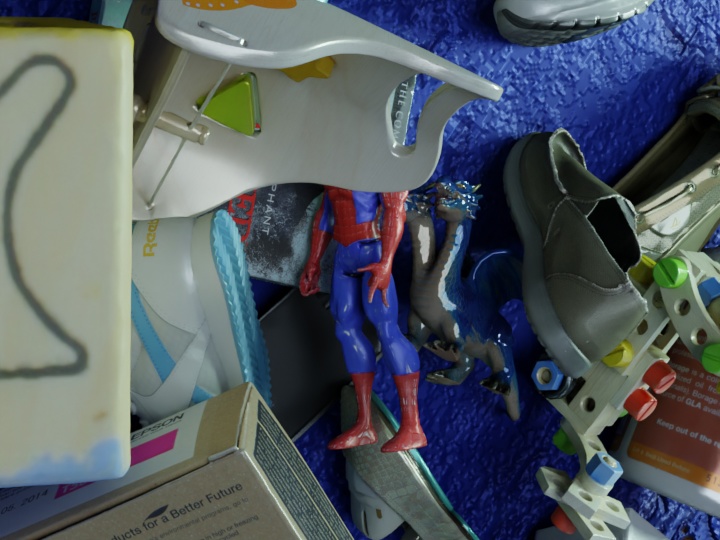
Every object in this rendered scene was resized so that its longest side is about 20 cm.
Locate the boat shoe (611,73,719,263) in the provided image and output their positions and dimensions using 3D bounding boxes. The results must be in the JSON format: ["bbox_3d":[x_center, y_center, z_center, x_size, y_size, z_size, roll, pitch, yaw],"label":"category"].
[{"bbox_3d":[0.216,-0.076,1.186,0.201,0.073,0.063,-47,122,-7],"label":"boat shoe"}]

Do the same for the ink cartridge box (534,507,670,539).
[{"bbox_3d":[0.166,0.272,1.156,0.145,0.084,0.200,39,48,-29],"label":"ink cartridge box"}]

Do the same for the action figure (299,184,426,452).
[{"bbox_3d":[0.000,0.000,1.034,0.052,0.065,0.200,-6,93,-43],"label":"action figure"}]

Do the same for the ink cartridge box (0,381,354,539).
[{"bbox_3d":[-0.106,0.173,0.989,0.200,0.075,0.165,-23,113,14],"label":"ink cartridge box"}]

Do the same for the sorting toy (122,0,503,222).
[{"bbox_3d":[-0.030,-0.091,0.934,0.180,0.200,0.107,16,65,-13],"label":"sorting toy"}]

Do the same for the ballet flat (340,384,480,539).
[{"bbox_3d":[0.031,0.155,1.123,0.062,0.067,0.200,-39,117,-6],"label":"ballet flat"}]

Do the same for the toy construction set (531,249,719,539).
[{"bbox_3d":[0.175,0.068,1.121,0.200,0.131,0.092,-49,151,7],"label":"toy construction set"}]

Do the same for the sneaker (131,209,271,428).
[{"bbox_3d":[-0.095,0.059,1.014,0.081,0.077,0.200,-4,119,7],"label":"sneaker"}]

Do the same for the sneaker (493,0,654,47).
[{"bbox_3d":[0.155,-0.195,1.141,0.200,0.074,0.087,-27,99,-30],"label":"sneaker"}]

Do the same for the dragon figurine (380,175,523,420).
[{"bbox_3d":[0.070,0.018,1.105,0.200,0.059,0.100,39,66,-44],"label":"dragon figurine"}]

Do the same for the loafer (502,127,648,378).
[{"bbox_3d":[0.132,-0.018,1.088,0.070,0.200,0.075,-26,126,18],"label":"loafer"}]

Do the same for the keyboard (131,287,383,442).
[{"bbox_3d":[-0.084,0.062,1.070,0.200,0.021,0.127,-42,117,-18],"label":"keyboard"}]

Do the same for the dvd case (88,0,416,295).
[{"bbox_3d":[-0.067,-0.070,1.044,0.200,0.022,0.146,14,84,-30],"label":"dvd case"}]

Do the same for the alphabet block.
[{"bbox_3d":[-0.213,-0.017,0.864,0.195,0.196,0.200,-1,99,-19],"label":"alphabet block"}]

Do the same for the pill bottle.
[{"bbox_3d":[0.244,0.057,1.199,0.112,0.112,0.200,24,87,-30],"label":"pill bottle"}]
